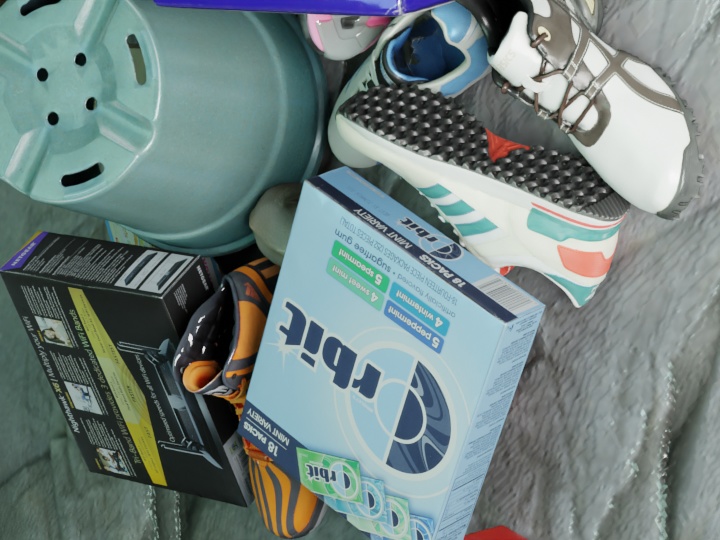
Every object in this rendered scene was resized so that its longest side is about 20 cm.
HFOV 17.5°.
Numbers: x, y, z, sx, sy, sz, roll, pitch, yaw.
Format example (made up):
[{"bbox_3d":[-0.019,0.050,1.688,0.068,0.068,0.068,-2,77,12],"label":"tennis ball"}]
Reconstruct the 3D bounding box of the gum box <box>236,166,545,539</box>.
[{"bbox_3d":[0.014,0.064,1.466,0.170,0.044,0.201,35,126,29],"label":"gum box"}]

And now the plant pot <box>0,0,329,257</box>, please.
[{"bbox_3d":[-0.151,-0.113,1.581,0.199,0.196,0.201,-1,87,24],"label":"plant pot"}]

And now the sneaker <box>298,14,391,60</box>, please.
[{"bbox_3d":[-0.020,-0.235,1.547,0.095,0.079,0.201,-10,77,60],"label":"sneaker"}]

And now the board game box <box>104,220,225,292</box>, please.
[{"bbox_3d":[-0.129,0.007,1.771,0.134,0.034,0.201,-33,71,51],"label":"board game box"}]

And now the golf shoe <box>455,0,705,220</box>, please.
[{"bbox_3d":[0.121,-0.106,1.365,0.200,0.094,0.078,57,136,26],"label":"golf shoe"}]

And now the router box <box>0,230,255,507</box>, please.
[{"bbox_3d":[-0.159,0.072,1.706,0.157,0.052,0.200,9,133,34],"label":"router box"}]

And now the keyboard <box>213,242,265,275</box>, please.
[{"bbox_3d":[-0.043,0.028,1.665,0.104,0.040,0.200,-49,65,34],"label":"keyboard"}]

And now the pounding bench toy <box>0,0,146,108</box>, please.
[{"bbox_3d":[-0.266,-0.154,1.819,0.200,0.156,0.125,6,102,52],"label":"pounding bench toy"}]

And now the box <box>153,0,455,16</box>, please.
[{"bbox_3d":[-0.031,-0.259,1.401,0.183,0.105,0.201,6,109,31],"label":"box"}]

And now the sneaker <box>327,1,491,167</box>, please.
[{"bbox_3d":[0.026,-0.126,1.506,0.200,0.072,0.072,-41,67,50],"label":"sneaker"}]

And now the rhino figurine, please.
[{"bbox_3d":[0.000,0.000,1.551,0.200,0.087,0.060,42,129,41],"label":"rhino figurine"}]

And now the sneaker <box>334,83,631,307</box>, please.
[{"bbox_3d":[0.067,-0.041,1.433,0.199,0.070,0.094,24,127,21],"label":"sneaker"}]

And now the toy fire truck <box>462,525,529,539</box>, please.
[{"bbox_3d":[0.038,0.118,1.544,0.200,0.049,0.142,22,113,43],"label":"toy fire truck"}]

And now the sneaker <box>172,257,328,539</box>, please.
[{"bbox_3d":[-0.078,0.093,1.606,0.077,0.112,0.201,2,99,40],"label":"sneaker"}]
